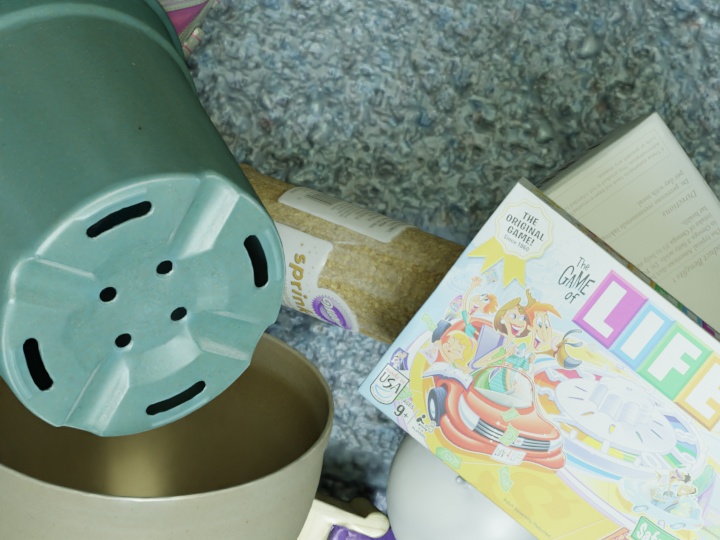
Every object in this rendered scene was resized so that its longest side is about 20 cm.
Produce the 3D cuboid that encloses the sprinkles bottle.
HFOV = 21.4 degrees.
[{"bbox_3d":[0.000,0.000,1.055,0.199,0.068,0.069,21,85,30],"label":"sprinkles bottle"}]

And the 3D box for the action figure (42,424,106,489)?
[{"bbox_3d":[-0.197,0.112,1.092,0.118,0.055,0.201,31,78,-3],"label":"action figure"}]

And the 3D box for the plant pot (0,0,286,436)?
[{"bbox_3d":[-0.143,-0.032,0.970,0.199,0.196,0.201,-17,129,-22],"label":"plant pot"}]

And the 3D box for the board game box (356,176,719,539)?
[{"bbox_3d":[0.116,0.069,0.948,0.200,0.034,0.135,38,102,4],"label":"board game box"}]

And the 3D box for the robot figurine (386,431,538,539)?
[{"bbox_3d":[0.090,0.139,1.065,0.113,0.169,0.200,-52,132,-6],"label":"robot figurine"}]

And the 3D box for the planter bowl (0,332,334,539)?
[{"bbox_3d":[-0.118,0.123,1.008,0.198,0.201,0.136,3,115,-6],"label":"planter bowl"}]

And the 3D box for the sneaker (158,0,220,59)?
[{"bbox_3d":[-0.121,-0.163,1.101,0.199,0.081,0.089,-31,124,-18],"label":"sneaker"}]

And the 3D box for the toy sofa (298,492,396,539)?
[{"bbox_3d":[-0.037,0.225,1.091,0.097,0.083,0.201,22,86,-4],"label":"toy sofa"}]

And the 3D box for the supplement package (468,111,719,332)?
[{"bbox_3d":[0.169,0.026,1.102,0.117,0.117,0.201,-34,92,-5],"label":"supplement package"}]
